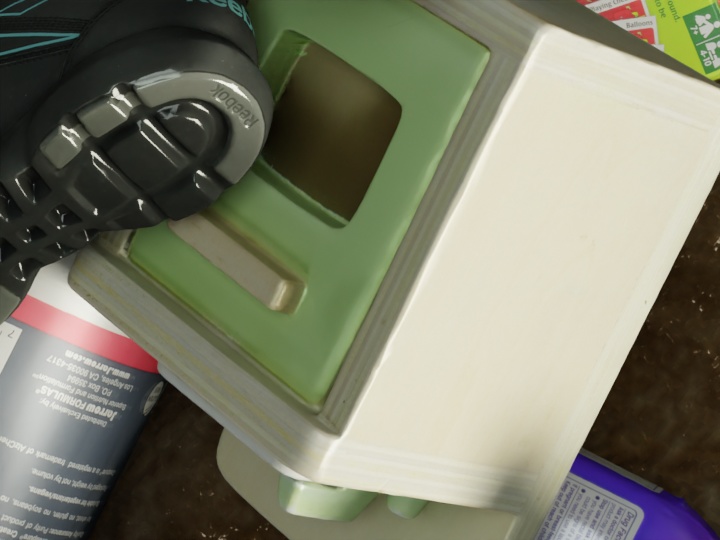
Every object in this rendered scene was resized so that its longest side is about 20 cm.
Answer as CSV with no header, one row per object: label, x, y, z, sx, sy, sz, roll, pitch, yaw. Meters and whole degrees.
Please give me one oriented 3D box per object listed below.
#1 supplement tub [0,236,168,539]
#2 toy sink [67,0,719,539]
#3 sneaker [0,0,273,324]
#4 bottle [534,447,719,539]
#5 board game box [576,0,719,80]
supplement tub,-0.155,0.062,0.916,0.140,0.140,0.200,28,93,10
toy sink,0.000,0.000,0.825,0.130,0.112,0.200,37,106,41
sneaker,-0.113,-0.033,0.815,0.199,0.075,0.079,-23,48,18
bottle,0.079,0.108,0.910,0.199,0.065,0.084,26,95,10
board game box,0.044,-0.143,0.898,0.101,0.048,0.200,-22,108,8
